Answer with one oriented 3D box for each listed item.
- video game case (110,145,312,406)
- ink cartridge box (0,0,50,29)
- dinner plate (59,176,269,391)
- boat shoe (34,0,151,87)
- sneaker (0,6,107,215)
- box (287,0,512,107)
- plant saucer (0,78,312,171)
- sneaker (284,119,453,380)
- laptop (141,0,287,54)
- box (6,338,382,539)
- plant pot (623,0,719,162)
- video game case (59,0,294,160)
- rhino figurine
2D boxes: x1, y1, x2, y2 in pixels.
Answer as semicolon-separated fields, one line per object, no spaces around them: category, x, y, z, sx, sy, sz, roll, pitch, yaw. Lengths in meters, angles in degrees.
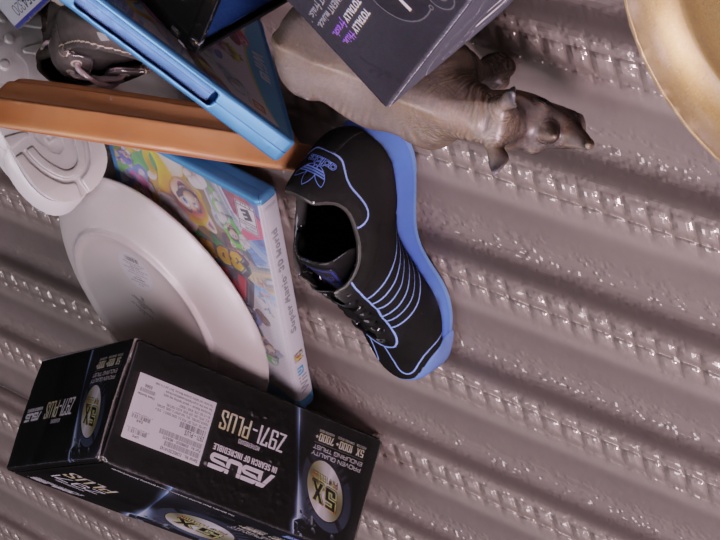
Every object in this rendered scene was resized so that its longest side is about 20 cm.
video game case;-0.101;-0.006;1.519;0.143;0.018;0.201;28;146;31
ink cartridge box;-0.231;-0.262;1.379;0.200;0.043;0.196;50;152;-10
dinner plate;-0.142;0.022;1.552;0.200;0.024;0.201;33;147;25
boat shoe;-0.152;-0.127;1.313;0.067;0.057;0.200;14;-174;-16
sneaker;-0.241;-0.129;1.503;0.201;0.076;0.080;66;161;1
box;-0.003;-0.200;1.072;0.200;0.106;0.122;48;152;2
plant saucer;-0.126;-0.087;1.333;0.200;0.200;0.033;10;93;49
sneaker;0.000;0.000;1.341;0.070;0.078;0.201;23;142;37
laptop;-0.107;-0.213;1.171;0.177;0.103;0.200;46;161;2
box;-0.115;0.127;1.549;0.199;0.087;0.164;24;162;-26
plant pot;0.202;-0.103;0.994;0.200;0.027;0.201;34;149;24
video game case;-0.121;-0.153;1.222;0.200;0.018;0.143;36;-160;-29
rhino figurine;0.037;-0.092;1.157;0.199;0.087;0.060;25;106;34
